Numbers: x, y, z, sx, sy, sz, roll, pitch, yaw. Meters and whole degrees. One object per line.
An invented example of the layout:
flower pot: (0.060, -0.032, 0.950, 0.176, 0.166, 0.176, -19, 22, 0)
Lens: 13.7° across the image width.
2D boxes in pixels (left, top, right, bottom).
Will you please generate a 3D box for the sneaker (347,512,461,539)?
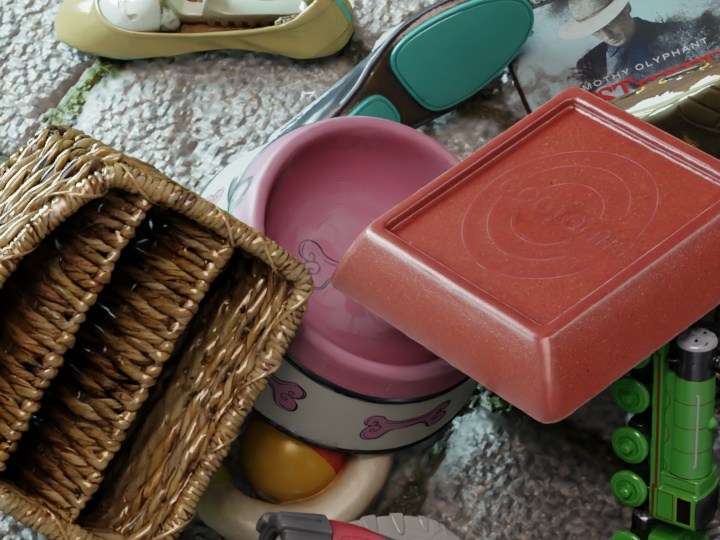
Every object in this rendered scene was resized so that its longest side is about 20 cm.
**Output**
sneaker: (-0.024, 0.203, 1.677, 0.200, 0.081, 0.076, -23, 63, -25)

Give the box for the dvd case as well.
dvd case: (0.177, -0.104, 1.829, 0.146, 0.022, 0.200, -20, 60, 0)

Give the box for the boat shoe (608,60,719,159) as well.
boat shoe: (0.210, -0.096, 1.738, 0.200, 0.072, 0.068, -17, 36, 32)

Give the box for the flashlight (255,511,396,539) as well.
flashlight: (0.039, 0.175, 1.632, 0.199, 0.068, 0.068, 10, 18, -20)

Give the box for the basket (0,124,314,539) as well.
basket: (-0.148, 0.038, 1.612, 0.149, 0.143, 0.200, 33, 93, 43)

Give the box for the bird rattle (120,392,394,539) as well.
bird rattle: (-0.057, 0.091, 1.749, 0.163, 0.113, 0.200, 31, 58, 12)

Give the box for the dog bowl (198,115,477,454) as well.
dog bowl: (0.000, 0.000, 1.722, 0.200, 0.074, 0.201, 12, 60, -21)

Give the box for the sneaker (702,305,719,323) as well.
sneaker: (0.202, -0.017, 1.701, 0.200, 0.088, 0.077, -43, 44, 31)

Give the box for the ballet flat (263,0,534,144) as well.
ballet flat: (0.016, -0.114, 1.840, 0.200, 0.073, 0.073, -42, 62, -5)

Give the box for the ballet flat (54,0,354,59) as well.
ballet flat: (-0.103, -0.173, 1.896, 0.199, 0.063, 0.069, 1, 62, 12)

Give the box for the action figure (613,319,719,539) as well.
action figure: (0.212, 0.085, 1.667, 0.199, 0.119, 0.102, 16, 47, 11)

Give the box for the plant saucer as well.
plant saucer: (0.111, -0.022, 1.621, 0.200, 0.037, 0.199, -34, 40, -21)

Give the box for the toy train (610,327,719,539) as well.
toy train: (0.168, 0.109, 1.627, 0.056, 0.200, 0.042, 18, 36, 29)
